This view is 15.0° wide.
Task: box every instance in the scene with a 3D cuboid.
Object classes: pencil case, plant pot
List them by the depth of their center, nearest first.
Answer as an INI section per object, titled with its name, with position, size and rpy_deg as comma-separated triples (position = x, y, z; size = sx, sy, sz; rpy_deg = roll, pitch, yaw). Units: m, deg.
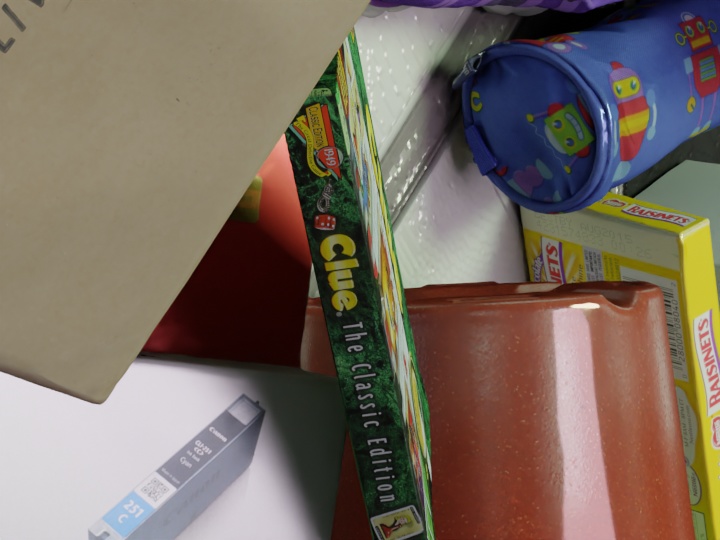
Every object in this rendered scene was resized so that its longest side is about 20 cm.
[plant pot]
position = 0.051, 0.105, 1.090
size = 0.200, 0.200, 0.196
rpy_deg = -5, 93, -53
[pencil case]
position = 0.121, -0.085, 1.224
size = 0.200, 0.087, 0.078
rpy_deg = -27, 100, -50

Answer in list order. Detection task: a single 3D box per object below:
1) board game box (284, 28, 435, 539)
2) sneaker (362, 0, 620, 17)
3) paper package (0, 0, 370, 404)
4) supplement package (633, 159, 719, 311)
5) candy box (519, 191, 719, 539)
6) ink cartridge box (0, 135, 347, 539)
[board game box]
position = 0.000, 0.000, 0.915
size = 0.105, 0.023, 0.201
rpy_deg = -95, 175, -55
[sneaker]
position = 0.059, -0.142, 1.125
size = 0.200, 0.083, 0.081
rpy_deg = -7, 102, -53
[paper package]
position = -0.105, -0.087, 0.775
size = 0.190, 0.103, 0.200
rpy_deg = 24, 105, -42
[supplement package]
position = 0.187, 0.064, 1.311
size = 0.120, 0.121, 0.201
rpy_deg = -33, 123, -46
[candy box]
position = 0.126, 0.061, 1.241
size = 0.026, 0.102, 0.201
rpy_deg = -26, 119, -32
[ink cartridge box]
position = -0.097, 0.030, 0.915
size = 0.199, 0.045, 0.177
rpy_deg = 7, 92, -30
